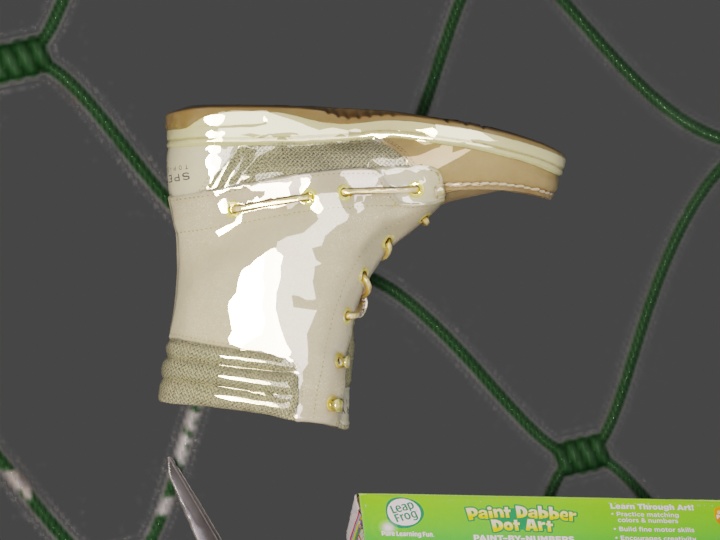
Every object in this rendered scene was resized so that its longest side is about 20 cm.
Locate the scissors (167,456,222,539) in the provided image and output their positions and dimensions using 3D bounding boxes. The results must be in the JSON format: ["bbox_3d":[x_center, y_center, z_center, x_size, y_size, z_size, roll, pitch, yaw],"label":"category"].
[{"bbox_3d":[-0.045,0.183,1.433,0.073,0.014,0.201,-13,92,-14],"label":"scissors"}]

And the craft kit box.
[{"bbox_3d":[0.100,0.197,1.386,0.199,0.049,0.198,2,50,-9],"label":"craft kit box"}]

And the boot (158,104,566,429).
[{"bbox_3d":[0.000,0.000,1.415,0.199,0.072,0.156,3,89,-11],"label":"boot"}]
